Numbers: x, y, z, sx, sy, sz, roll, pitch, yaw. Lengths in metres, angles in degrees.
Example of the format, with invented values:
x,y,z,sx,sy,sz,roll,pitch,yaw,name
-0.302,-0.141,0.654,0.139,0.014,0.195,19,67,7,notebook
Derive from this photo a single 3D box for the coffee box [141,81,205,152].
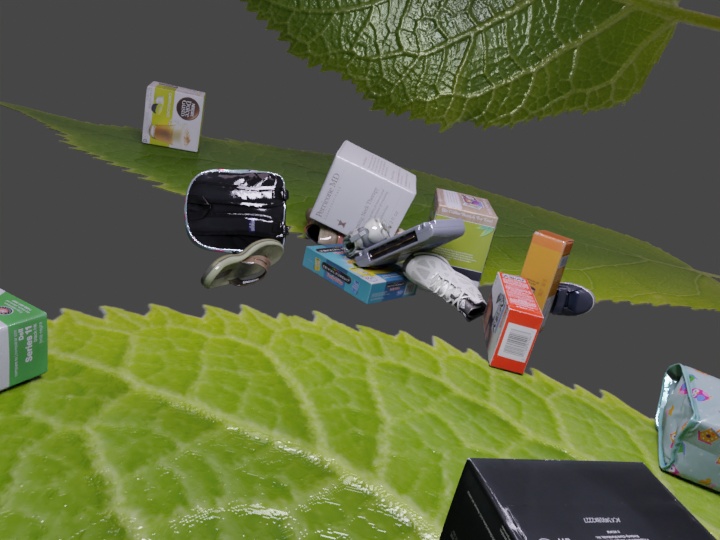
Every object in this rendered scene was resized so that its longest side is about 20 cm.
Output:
x,y,z,sx,sy,sz,roll,pitch,yaw,name
-0.683,-0.568,2.092,0.197,0.201,0.200,8,19,-17,coffee box

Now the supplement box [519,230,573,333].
x,y,z,sx,sy,sz,roll,pitch,yaw,name
0.353,0.025,1.124,0.066,0.201,0.069,25,19,31,supplement box

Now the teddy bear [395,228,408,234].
x,y,z,sx,sy,sz,roll,pitch,yaw,name
0.130,-0.080,1.472,0.199,0.067,0.145,-3,21,-39,teddy bear

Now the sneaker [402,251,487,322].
x,y,z,sx,sy,sz,roll,pitch,yaw,name
0.180,0.033,1.125,0.200,0.076,0.115,26,14,-29,sneaker

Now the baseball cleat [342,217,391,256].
x,y,z,sx,sy,sz,roll,pitch,yaw,name
0.017,-0.066,1.212,0.106,0.070,0.200,-24,-14,8,baseball cleat

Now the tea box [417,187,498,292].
x,y,z,sx,sy,sz,roll,pitch,yaw,name
0.213,-0.065,1.290,0.133,0.198,0.200,14,18,1,tea box

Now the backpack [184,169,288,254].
x,y,z,sx,sy,sz,roll,pitch,yaw,name
-0.259,-0.118,1.161,0.199,0.178,0.150,0,0,-21,backpack

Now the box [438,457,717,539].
x,y,z,sx,sy,sz,roll,pitch,yaw,name
0.127,0.241,0.364,0.148,0.201,0.124,8,21,-17,box

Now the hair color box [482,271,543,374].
x,y,z,sx,sy,sz,roll,pitch,yaw,name
0.270,0.088,1.029,0.064,0.111,0.200,15,19,5,hair color box

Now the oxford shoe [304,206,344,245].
x,y,z,sx,sy,sz,roll,pitch,yaw,name
-0.107,-0.114,1.406,0.074,0.071,0.200,1,23,-27,oxford shoe

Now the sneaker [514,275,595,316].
x,y,z,sx,sy,sz,roll,pitch,yaw,name
0.411,0.060,1.257,0.199,0.079,0.079,10,11,27,sneaker

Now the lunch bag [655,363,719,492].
x,y,z,sx,sy,sz,roll,pitch,yaw,name
0.524,0.223,0.809,0.170,0.122,0.200,18,25,16,lunch bag

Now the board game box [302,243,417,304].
x,y,z,sx,sy,sz,roll,pitch,yaw,name
0.000,0.000,1.191,0.200,0.047,0.151,29,24,38,board game box

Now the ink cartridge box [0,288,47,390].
x,y,z,sx,sy,sz,roll,pitch,yaw,name
-0.464,0.083,0.590,0.146,0.083,0.200,20,21,21,ink cartridge box

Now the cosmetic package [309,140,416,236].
x,y,z,sx,sy,sz,roll,pitch,yaw,name
0.009,-0.179,1.358,0.199,0.168,0.166,25,25,-6,cosmetic package

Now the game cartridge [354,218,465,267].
x,y,z,sx,sy,sz,roll,pitch,yaw,name
0.101,-0.052,1.120,0.200,0.042,0.133,-23,-14,41,game cartridge

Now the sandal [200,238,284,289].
x,y,z,sx,sy,sz,roll,pitch,yaw,name
-0.206,0.000,1.033,0.057,0.080,0.201,37,32,14,sandal
